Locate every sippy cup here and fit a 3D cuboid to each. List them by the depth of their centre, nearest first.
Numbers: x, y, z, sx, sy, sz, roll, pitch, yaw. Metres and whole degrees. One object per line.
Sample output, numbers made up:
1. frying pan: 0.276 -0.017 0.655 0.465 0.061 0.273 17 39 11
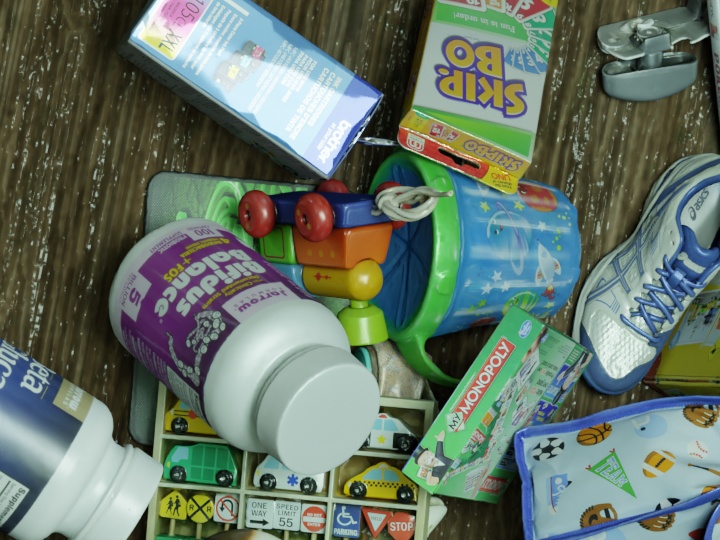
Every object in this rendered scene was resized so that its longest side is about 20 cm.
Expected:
1. sippy cup: 0.083 -0.016 1.544 0.130 0.140 0.179 3 117 -23

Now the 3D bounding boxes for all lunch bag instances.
1. lunch bag: 0.226 0.177 1.493 0.199 0.124 0.170 -15 136 12

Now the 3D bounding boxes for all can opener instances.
1. can opener: 0.273 -0.179 1.635 0.199 0.053 0.067 -14 124 -13

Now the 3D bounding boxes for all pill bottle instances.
1. pill bottle: -0.077 0.053 1.447 0.112 0.200 0.113 -21 128 -30
2. pill bottle: -0.239 0.116 1.469 0.199 0.111 0.111 33 82 -10

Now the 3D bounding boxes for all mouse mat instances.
1. mouse mat: -0.083 0.033 1.561 0.160 0.008 0.201 5 87 -13

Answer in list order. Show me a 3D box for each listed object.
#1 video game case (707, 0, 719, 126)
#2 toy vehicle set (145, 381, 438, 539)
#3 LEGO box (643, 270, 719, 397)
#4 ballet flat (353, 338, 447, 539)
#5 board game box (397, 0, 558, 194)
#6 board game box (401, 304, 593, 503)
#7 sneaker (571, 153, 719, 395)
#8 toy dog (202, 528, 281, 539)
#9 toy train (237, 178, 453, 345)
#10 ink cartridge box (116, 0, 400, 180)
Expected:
1. video game case: 0.359 -0.176 1.623 0.199 0.023 0.183 -17 117 -12
2. toy vehicle set: -0.049 0.146 1.513 0.199 0.027 0.125 4 90 10
3. LEGO box: 0.300 0.036 1.549 0.077 0.200 0.149 30 83 -10
4. ballet flat: 0.030 0.150 1.555 0.067 0.068 0.201 2 90 -20
5. board game box: 0.086 -0.147 1.540 0.095 0.030 0.201 23 51 -12
6. board game box: 0.100 0.097 1.497 0.029 0.200 0.135 35 92 17
7. sneaker: 0.223 -0.001 1.591 0.075 0.088 0.201 28 84 -13
8. toy dog: -0.104 0.264 1.444 0.139 0.194 0.201 23 104 -3
9. toy train: 0.000 0.000 1.481 0.084 0.200 0.116 -10 100 -36
10. ink cartridge box: -0.067 -0.129 1.502 0.200 0.136 0.077 36 86 -10
